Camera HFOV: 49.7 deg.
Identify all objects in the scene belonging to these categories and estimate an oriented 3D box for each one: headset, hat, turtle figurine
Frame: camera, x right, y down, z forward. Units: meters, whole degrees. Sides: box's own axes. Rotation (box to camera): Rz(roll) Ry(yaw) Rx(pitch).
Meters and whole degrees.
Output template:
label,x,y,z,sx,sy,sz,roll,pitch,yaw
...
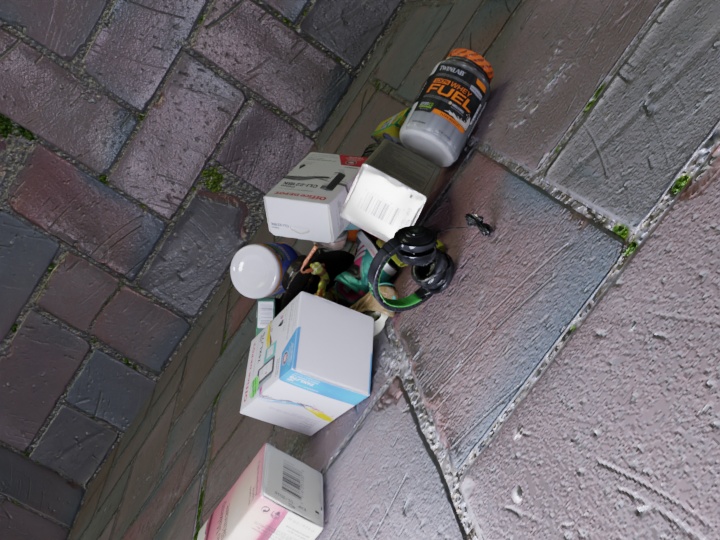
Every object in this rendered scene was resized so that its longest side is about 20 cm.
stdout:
label,x,y,z,sx,sy,sz,roll,pitch,yaw
headset,0.105,-0.015,1.172,0.200,0.124,0.094,-41,40,-4
hat,-0.105,0.019,1.596,0.081,0.200,0.202,38,98,30
turtle figurine,-0.070,0.054,1.515,0.161,0.064,0.203,0,-82,-68

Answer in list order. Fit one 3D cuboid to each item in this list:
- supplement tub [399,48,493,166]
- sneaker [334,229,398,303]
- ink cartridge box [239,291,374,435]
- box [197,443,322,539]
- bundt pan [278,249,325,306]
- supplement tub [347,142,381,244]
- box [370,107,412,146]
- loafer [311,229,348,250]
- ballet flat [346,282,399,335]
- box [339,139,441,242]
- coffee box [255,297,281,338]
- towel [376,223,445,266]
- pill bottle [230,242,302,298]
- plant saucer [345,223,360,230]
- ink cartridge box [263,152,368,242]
label,x,y,z,sx,sy,sz,roll,pitch,yaw
supplement tub,0.168,-0.311,1.478,0.202,0.122,0.122,-62,16,-13
sneaker,0.000,0.000,1.508,0.121,0.083,0.200,-47,21,7
ink cartridge box,-0.090,0.162,1.309,0.200,0.145,0.148,-43,34,45
box,-0.153,0.385,1.154,0.201,0.108,0.128,-53,16,16
bundt pan,-0.119,0.047,1.796,0.202,0.075,0.203,-51,17,23
supplement tub,0.027,-0.160,1.658,0.122,0.122,0.202,-24,37,64
box,0.106,-0.277,1.643,0.049,0.117,0.200,-54,14,-13
loafer,-0.071,-0.074,1.589,0.200,0.071,0.064,-133,36,-60
ballet flat,0.004,0.092,1.377,0.200,0.067,0.073,-36,46,46
box,0.058,-0.143,1.404,0.110,0.127,0.200,-63,-2,25
coffee box,-0.199,0.159,1.666,0.123,0.043,0.203,91,180,-88
towel,0.085,-0.043,1.367,0.085,0.018,0.200,-24,16,-4
pill bottle,-0.188,-0.004,1.664,0.113,0.112,0.200,-54,-11,13
plant saucer,0.010,-0.101,1.533,0.070,0.197,0.019,-93,-1,-65
ink cartridge box,-0.076,-0.146,1.514,0.200,0.143,0.085,-53,-36,-47
